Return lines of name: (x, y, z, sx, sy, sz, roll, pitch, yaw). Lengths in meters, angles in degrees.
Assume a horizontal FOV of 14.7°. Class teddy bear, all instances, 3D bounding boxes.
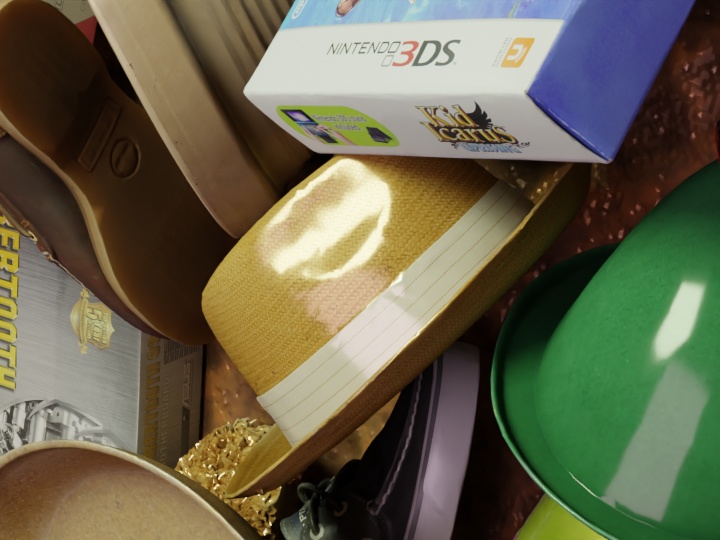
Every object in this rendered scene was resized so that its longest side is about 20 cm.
teddy bear: (-0.073, 0.163, 1.220, 0.066, 0.145, 0.201, 11, 118, 5)

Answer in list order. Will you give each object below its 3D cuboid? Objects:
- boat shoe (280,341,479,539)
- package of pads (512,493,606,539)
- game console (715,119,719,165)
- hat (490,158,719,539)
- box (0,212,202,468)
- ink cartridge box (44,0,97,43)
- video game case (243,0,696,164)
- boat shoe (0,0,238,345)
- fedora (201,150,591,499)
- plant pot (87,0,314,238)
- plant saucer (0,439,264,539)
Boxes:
boat shoe: (-0.003, 0.119, 1.167, 0.066, 0.070, 0.201, 15, 108, -5)
package of pads: (0.115, 0.158, 1.112, 0.154, 0.068, 0.200, 43, 124, 19)
game console: (0.238, -0.005, 0.929, 0.199, 0.031, 0.178, -21, 91, 0)
hat: (0.144, -0.023, 0.961, 0.165, 0.200, 0.177, 18, 132, 9)
box: (-0.146, 0.028, 1.285, 0.158, 0.048, 0.201, 17, 113, 33)
ink cartridge box: (-0.198, -0.134, 1.159, 0.085, 0.200, 0.146, 4, 81, 36)
video game case: (0.063, -0.133, 0.972, 0.181, 0.045, 0.200, 6, 64, 57)
boat shoe: (-0.119, -0.045, 1.150, 0.070, 0.071, 0.200, 7, 144, 39)
fedora: (0.000, 0.000, 1.072, 0.082, 0.201, 0.201, 46, 127, -2)
plant pot: (-0.056, -0.122, 1.119, 0.092, 0.201, 0.201, -27, 85, 2)
plant saucer: (-0.079, 0.152, 1.109, 0.200, 0.035, 0.201, 18, 122, 32)
